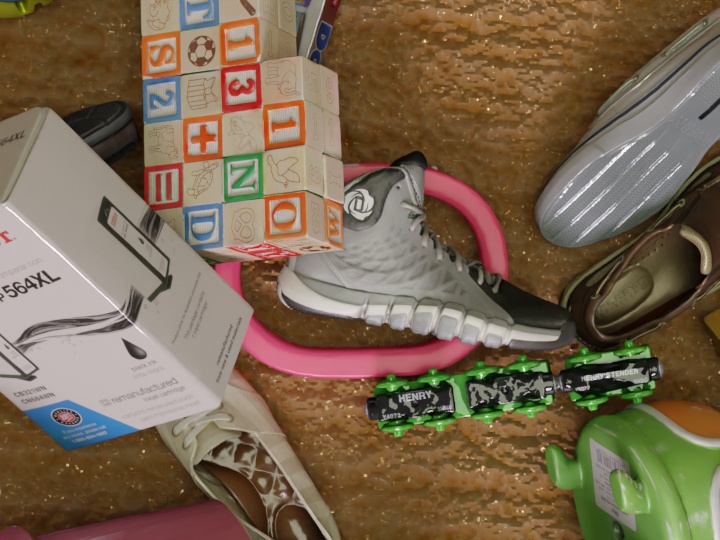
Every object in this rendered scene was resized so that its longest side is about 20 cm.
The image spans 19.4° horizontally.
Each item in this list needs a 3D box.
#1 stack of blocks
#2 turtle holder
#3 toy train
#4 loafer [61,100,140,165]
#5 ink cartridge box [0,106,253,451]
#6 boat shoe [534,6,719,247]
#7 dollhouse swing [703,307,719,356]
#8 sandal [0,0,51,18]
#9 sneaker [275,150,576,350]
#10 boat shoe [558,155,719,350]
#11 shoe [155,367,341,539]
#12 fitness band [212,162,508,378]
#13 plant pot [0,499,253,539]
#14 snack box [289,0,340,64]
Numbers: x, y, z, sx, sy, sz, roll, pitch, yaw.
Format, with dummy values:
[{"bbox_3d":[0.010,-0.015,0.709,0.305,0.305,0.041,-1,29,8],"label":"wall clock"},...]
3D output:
[{"bbox_3d":[-0.076,-0.109,1.347,0.114,0.059,0.202,-7,80,22],"label":"stack of blocks"},{"bbox_3d":[0.215,0.174,1.389,0.131,0.141,0.187,-17,82,-21],"label":"turtle holder"},{"bbox_3d":[0.102,0.077,1.397,0.198,0.056,0.042,-8,90,8],"label":"toy train"},{"bbox_3d":[-0.228,-0.043,1.383,0.199,0.072,0.063,-27,114,2],"label":"loafer"},{"bbox_3d":[-0.188,0.010,1.301,0.200,0.145,0.085,45,45,-31],"label":"ink cartridge box"},{"bbox_3d":[0.196,-0.096,1.416,0.200,0.067,0.073,-38,126,16],"label":"boat shoe"},{"bbox_3d":[0.374,0.077,1.452,0.199,0.176,0.182,-33,53,-3],"label":"dollhouse swing"},{"bbox_3d":[-0.168,-0.226,1.366,0.199,0.087,0.080,-30,92,-5],"label":"sandal"},{"bbox_3d":[0.051,-0.016,1.366,0.198,0.075,0.116,10,91,-5],"label":"sneaker"},{"bbox_3d":[0.226,-0.013,1.414,0.202,0.075,0.075,-41,95,-3],"label":"boat shoe"},{"bbox_3d":[-0.077,0.126,1.401,0.070,0.053,0.200,-39,95,-3],"label":"shoe"},{"bbox_3d":[0.000,0.000,1.416,0.198,0.037,0.145,-1,95,-4],"label":"fitness band"},{"bbox_3d":[-0.146,0.239,1.340,0.178,0.200,0.201,-22,94,-19],"label":"plant pot"},{"bbox_3d":[-0.066,-0.125,1.391,0.071,0.024,0.202,16,89,26],"label":"snack box"}]
